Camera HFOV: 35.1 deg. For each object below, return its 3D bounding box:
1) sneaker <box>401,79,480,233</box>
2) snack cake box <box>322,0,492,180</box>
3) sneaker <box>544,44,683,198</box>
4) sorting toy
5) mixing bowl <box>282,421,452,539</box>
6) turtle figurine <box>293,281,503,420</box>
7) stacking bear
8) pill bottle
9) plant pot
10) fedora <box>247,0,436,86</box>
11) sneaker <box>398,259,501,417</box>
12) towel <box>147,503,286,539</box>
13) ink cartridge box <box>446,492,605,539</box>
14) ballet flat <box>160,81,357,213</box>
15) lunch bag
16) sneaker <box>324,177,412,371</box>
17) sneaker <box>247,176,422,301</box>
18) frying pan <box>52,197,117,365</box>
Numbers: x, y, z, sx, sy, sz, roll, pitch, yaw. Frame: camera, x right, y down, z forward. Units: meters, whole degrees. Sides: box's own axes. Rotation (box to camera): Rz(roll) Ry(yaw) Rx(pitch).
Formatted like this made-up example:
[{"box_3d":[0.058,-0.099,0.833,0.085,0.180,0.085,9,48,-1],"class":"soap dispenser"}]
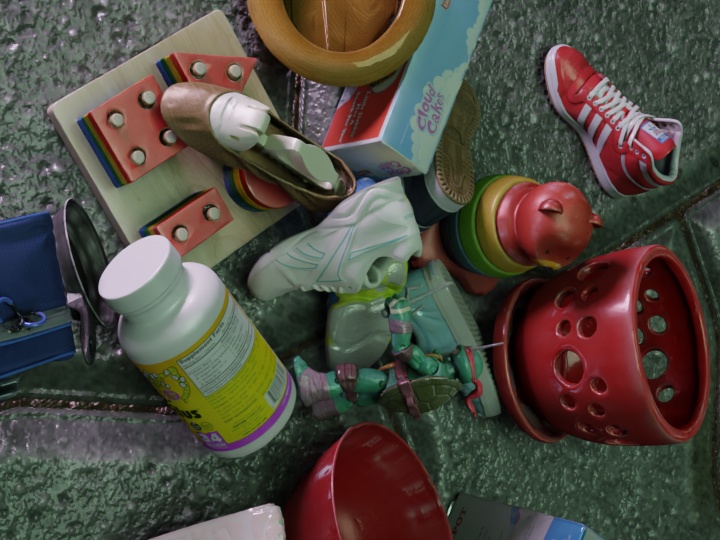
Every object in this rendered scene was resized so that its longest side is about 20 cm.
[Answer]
[{"box_3d":[0.066,-0.121,1.193,0.069,0.108,0.202,30,43,-24],"class":"sneaker"},{"box_3d":[0.046,-0.196,1.145,0.067,0.114,0.203,30,74,-31],"class":"snack cake box"},{"box_3d":[0.294,-0.177,1.299,0.071,0.112,0.201,-42,109,-25],"class":"sneaker"},{"box_3d":[-0.149,-0.112,1.053,0.198,0.069,0.202,-37,106,-27],"class":"sorting toy"},{"box_3d":[-0.006,0.257,1.083,0.200,0.107,0.203,41,36,-38],"class":"mixing bowl"},{"box_3d":[0.042,0.090,1.079,0.196,0.102,0.151,-15,141,3],"class":"turtle figurine"},{"box_3d":[0.156,-0.043,1.160,0.120,0.199,0.116,21,78,-28],"class":"stacking bear"},{"box_3d":[-0.144,0.066,1.003,0.105,0.103,0.201,-49,127,-23],"class":"pill bottle"},{"box_3d":[0.252,0.085,1.207,0.199,0.180,0.205,14,71,-48],"class":"plant pot"},{"box_3d":[-0.019,-0.264,1.112,0.196,0.082,0.205,1,75,-3],"class":"fedora"},{"box_3d":[0.086,0.080,1.202,0.081,0.074,0.202,-21,117,12],"class":"sneaker"},{"box_3d":[-0.137,0.320,0.963,0.032,0.188,0.203,48,27,-62],"class":"towel"},{"box_3d":[0.155,0.321,1.149,0.084,0.199,0.146,36,72,-29],"class":"ink cartridge box"},{"box_3d":[-0.081,-0.112,1.012,0.198,0.072,0.069,32,72,-26],"class":"ballet flat"},{"box_3d":[-0.311,0.036,0.871,0.135,0.197,0.135,-18,100,-52],"class":"lunch bag"},{"box_3d":[0.000,0.000,1.143,0.074,0.105,0.203,7,115,-25],"class":"sneaker"},{"box_3d":[-0.027,-0.008,1.052,0.070,0.199,0.081,-27,87,-55],"class":"sneaker"},{"box_3d":[-0.229,0.026,0.959,0.030,0.116,0.192,-17,56,2],"class":"frying pan"}]
